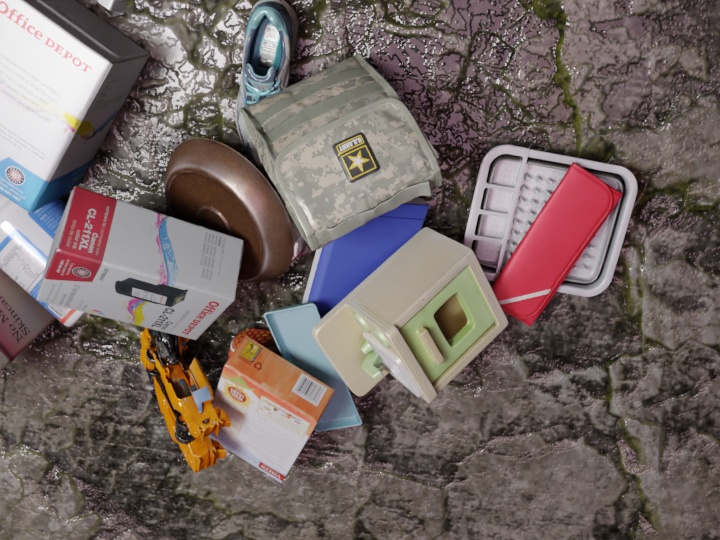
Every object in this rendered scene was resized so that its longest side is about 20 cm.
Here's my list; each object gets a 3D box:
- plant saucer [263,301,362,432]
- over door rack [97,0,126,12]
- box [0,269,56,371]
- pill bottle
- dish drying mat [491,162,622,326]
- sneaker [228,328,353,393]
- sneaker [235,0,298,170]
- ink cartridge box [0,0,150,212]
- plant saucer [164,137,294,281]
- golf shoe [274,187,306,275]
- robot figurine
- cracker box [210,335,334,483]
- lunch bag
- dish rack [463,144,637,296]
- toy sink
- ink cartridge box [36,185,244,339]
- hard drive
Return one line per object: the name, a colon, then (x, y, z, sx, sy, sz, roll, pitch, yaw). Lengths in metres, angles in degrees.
plant saucer: (-0.057, 0.125, 0.961, 0.069, 0.019, 0.202, -11, 120, 14)
over door rack: (-0.305, -0.397, 0.834, 0.199, 0.066, 0.149, 34, 108, 12)
box: (-0.486, 0.066, 0.937, 0.108, 0.200, 0.129, -31, 106, 13)
pill bottle: (-0.403, -0.035, 0.947, 0.112, 0.112, 0.200, -40, 103, 14)
dish drying mat: (0.238, -0.028, 0.930, 0.076, 0.018, 0.202, 29, 107, -7)
sneaker: (-0.082, 0.131, 1.026, 0.197, 0.074, 0.078, 14, 134, -1)
sneaker: (-0.117, -0.216, 0.887, 0.076, 0.086, 0.203, 4, 109, 1)
ink cartridge box: (-0.370, -0.205, 0.869, 0.146, 0.146, 0.201, 34, 107, -9)
plant saucer: (-0.169, -0.062, 0.911, 0.198, 0.034, 0.202, 24, 136, 25)
golf shoe: (-0.075, -0.083, 0.941, 0.091, 0.075, 0.200, 43, 104, -7)
robot figurine: (-0.234, 0.151, 0.977, 0.057, 0.201, 0.146, -14, 143, -30)
cracker box: (-0.125, 0.187, 0.982, 0.133, 0.058, 0.201, 31, 139, 2)
lunch bag: (-0.021, -0.127, 0.825, 0.162, 0.201, 0.118, -27, 138, -8)
dish rack: (0.234, -0.064, 0.950, 0.196, 0.044, 0.174, 10, 108, -1)
toy sink: (0.063, 0.070, 0.912, 0.199, 0.112, 0.131, -40, 124, -12)
ink cartridge box: (-0.253, -0.001, 0.867, 0.197, 0.084, 0.146, 18, 148, -24)
hard drive: (0.000, 0.000, 0.948, 0.130, 0.025, 0.203, 1, 119, -30)
